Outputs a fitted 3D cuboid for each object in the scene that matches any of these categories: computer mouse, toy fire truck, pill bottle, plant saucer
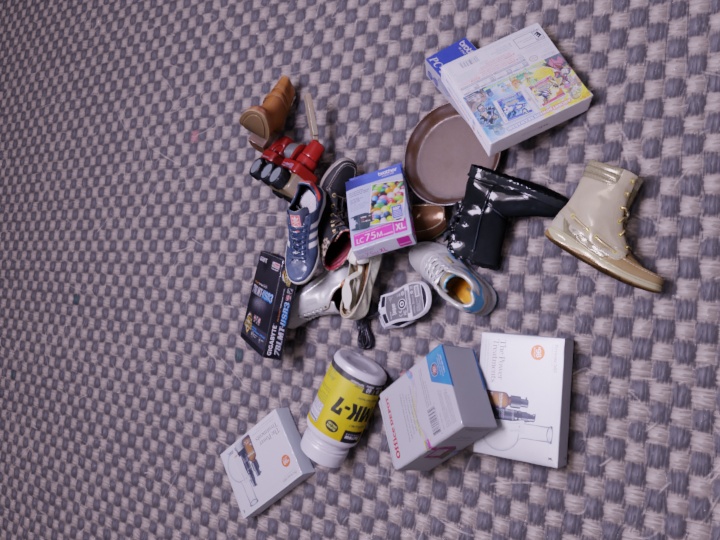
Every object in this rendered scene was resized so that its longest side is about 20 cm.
[{"bbox_3d":[0.068,0.079,1.325,0.197,0.043,0.112,-21,67,39],"label":"computer mouse"},{"bbox_3d":[-0.140,-0.262,1.468,0.202,0.128,0.175,-56,34,-4],"label":"toy fire truck"},{"bbox_3d":[-0.036,0.269,1.328,0.113,0.113,0.204,31,102,35],"label":"pill bottle"},{"bbox_3d":[0.174,-0.217,1.283,0.196,0.032,0.206,-8,74,28],"label":"plant saucer"}]

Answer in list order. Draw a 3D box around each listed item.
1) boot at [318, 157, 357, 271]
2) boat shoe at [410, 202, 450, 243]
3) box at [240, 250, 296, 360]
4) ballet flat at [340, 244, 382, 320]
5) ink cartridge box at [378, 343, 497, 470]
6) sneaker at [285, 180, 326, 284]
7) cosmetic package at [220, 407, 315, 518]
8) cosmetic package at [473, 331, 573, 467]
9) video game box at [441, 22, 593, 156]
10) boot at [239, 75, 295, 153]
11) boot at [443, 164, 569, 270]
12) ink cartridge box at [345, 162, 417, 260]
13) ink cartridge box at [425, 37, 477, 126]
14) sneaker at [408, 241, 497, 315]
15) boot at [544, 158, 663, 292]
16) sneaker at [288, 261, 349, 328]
[{"bbox_3d":[-0.047,-0.112,1.390,0.202,0.072,0.151,-57,36,20],"label":"boot"},{"bbox_3d":[0.077,-0.089,1.321,0.196,0.073,0.078,-12,76,35],"label":"boat shoe"},{"bbox_3d":[-0.194,0.068,1.462,0.199,0.049,0.204,20,98,66],"label":"box"},{"bbox_3d":[0.000,0.000,1.308,0.067,0.062,0.205,17,105,39],"label":"ballet flat"},{"bbox_3d":[0.127,0.242,1.185,0.200,0.083,0.147,-46,46,41],"label":"ink cartridge box"},{"bbox_3d":[-0.118,-0.078,1.328,0.073,0.084,0.205,2,78,16],"label":"sneaker"},{"bbox_3d":[-0.203,0.414,1.471,0.199,0.051,0.153,-42,64,24],"label":"cosmetic package"},{"bbox_3d":[0.271,0.211,1.141,0.148,0.051,0.206,1,84,34],"label":"cosmetic package"},{"bbox_3d":[0.265,-0.314,1.176,0.196,0.047,0.185,-24,63,-5],"label":"video game box"},{"bbox_3d":[-0.195,-0.359,1.489,0.073,0.200,0.157,30,79,-4],"label":"boot"},{"bbox_3d":[0.248,-0.081,1.194,0.194,0.073,0.166,21,109,17],"label":"boot"},{"bbox_3d":[0.034,-0.123,1.286,0.117,0.042,0.204,-16,52,13],"label":"ink cartridge box"},{"bbox_3d":[0.209,-0.333,1.250,0.093,0.044,0.202,-29,60,-6],"label":"ink cartridge box"},{"bbox_3d":[0.157,0.006,1.245,0.199,0.080,0.078,38,107,35],"label":"sneaker"},{"bbox_3d":[0.411,-0.072,1.075,0.198,0.072,0.158,34,95,27],"label":"boot"},{"bbox_3d":[-0.086,0.072,1.418,0.200,0.072,0.086,-43,59,22],"label":"sneaker"}]
